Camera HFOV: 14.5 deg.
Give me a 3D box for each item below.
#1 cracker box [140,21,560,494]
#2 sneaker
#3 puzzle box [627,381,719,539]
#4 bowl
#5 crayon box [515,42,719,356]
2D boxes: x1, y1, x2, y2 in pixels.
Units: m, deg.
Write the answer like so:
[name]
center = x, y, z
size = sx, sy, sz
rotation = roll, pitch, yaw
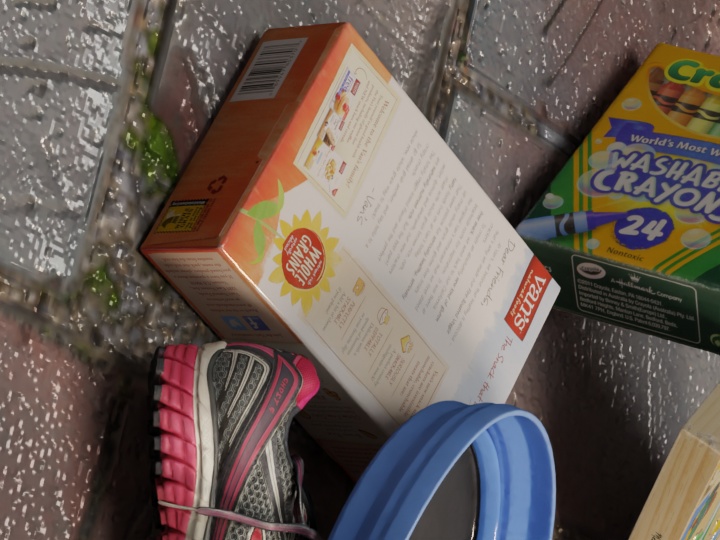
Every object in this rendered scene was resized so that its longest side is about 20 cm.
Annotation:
[cracker box]
center = 0.000, 0.000, 1.322
size = 0.200, 0.058, 0.134
rotation = 49, 56, -34
[sneaker]
center = -0.052, 0.131, 1.223
size = 0.074, 0.081, 0.201
rotation = -2, 91, -7
[puzzle box]
center = 0.177, 0.109, 1.450
size = 0.133, 0.025, 0.200
rotation = -46, 162, -39
[bowl]
center = 0.028, 0.154, 1.274
size = 0.201, 0.039, 0.201
rotation = -44, 143, -47
[crayon box]
center = 0.182, -0.049, 1.474
size = 0.200, 0.126, 0.052
rotation = -51, 144, -37
